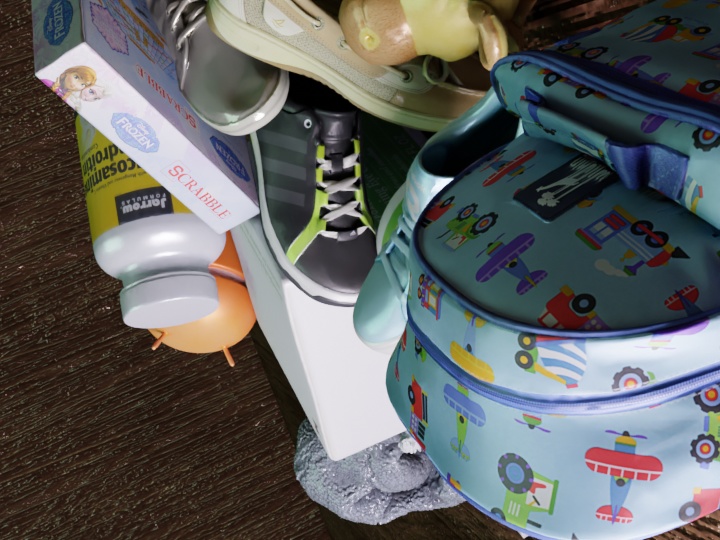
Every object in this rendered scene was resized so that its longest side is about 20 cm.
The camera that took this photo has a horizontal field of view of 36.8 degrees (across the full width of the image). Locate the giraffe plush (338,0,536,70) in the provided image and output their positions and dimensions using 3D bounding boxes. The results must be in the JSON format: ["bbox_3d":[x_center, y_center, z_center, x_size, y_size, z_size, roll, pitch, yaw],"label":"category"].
[{"bbox_3d":[0.025,-0.185,0.590,0.199,0.173,0.163,-9,118,42],"label":"giraffe plush"}]

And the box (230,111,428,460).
[{"bbox_3d":[0.000,0.000,0.892,0.199,0.170,0.201,-125,16,-48],"label":"box"}]

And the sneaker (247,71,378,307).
[{"bbox_3d":[-0.031,-0.074,0.719,0.083,0.071,0.201,-39,68,57],"label":"sneaker"}]

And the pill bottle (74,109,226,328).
[{"bbox_3d":[-0.175,-0.059,0.919,0.112,0.111,0.201,108,150,-72],"label":"pill bottle"}]

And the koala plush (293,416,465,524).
[{"bbox_3d":[0.027,0.147,1.095,0.178,0.183,0.201,60,154,30],"label":"koala plush"}]

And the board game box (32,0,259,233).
[{"bbox_3d":[-0.156,-0.157,0.785,0.200,0.041,0.200,45,-157,-48],"label":"board game box"}]

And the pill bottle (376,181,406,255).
[{"bbox_3d":[0.099,0.024,0.661,0.112,0.110,0.200,80,163,-45],"label":"pill bottle"}]

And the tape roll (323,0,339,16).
[{"bbox_3d":[-0.041,-0.209,0.794,0.200,0.085,0.201,43,156,25],"label":"tape roll"}]

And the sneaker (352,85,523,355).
[{"bbox_3d":[0.045,-0.036,0.595,0.082,0.200,0.074,19,-150,-39],"label":"sneaker"}]

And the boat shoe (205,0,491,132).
[{"bbox_3d":[0.005,-0.147,0.666,0.073,0.200,0.063,-70,4,-49],"label":"boat shoe"}]

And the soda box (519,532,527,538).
[{"bbox_3d":[0.107,0.098,0.812,0.201,0.068,0.063,68,169,-26],"label":"soda box"}]

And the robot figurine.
[{"bbox_3d":[-0.151,-0.009,1.027,0.144,0.116,0.201,55,-149,-57],"label":"robot figurine"}]

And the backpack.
[{"bbox_3d":[0.102,-0.006,0.385,0.183,0.199,0.135,-131,21,-57],"label":"backpack"}]

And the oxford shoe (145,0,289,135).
[{"bbox_3d":[-0.104,-0.164,0.719,0.058,0.075,0.201,49,-168,-53],"label":"oxford shoe"}]
